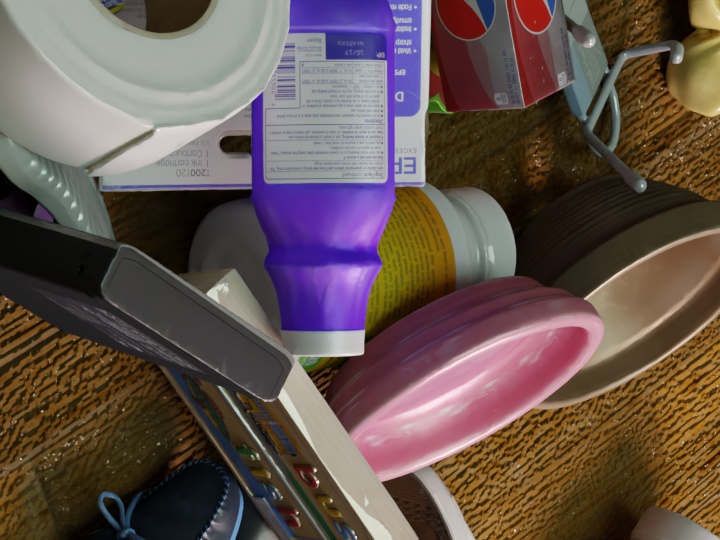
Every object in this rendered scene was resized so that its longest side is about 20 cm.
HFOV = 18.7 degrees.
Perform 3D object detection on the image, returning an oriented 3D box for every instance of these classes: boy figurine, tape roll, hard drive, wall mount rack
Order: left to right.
[{"bbox_3d":[-0.147,0.012,1.187,0.139,0.199,0.033,36,76,-41],"label":"hard drive"},{"bbox_3d":[-0.133,-0.156,1.136,0.201,0.071,0.204,19,60,-37],"label":"tape roll"},{"bbox_3d":[0.162,-0.150,1.477,0.201,0.074,0.174,64,34,-32],"label":"wall mount rack"},{"bbox_3d":[0.279,-0.211,1.601,0.124,0.064,0.202,11,94,-43],"label":"boy figurine"}]

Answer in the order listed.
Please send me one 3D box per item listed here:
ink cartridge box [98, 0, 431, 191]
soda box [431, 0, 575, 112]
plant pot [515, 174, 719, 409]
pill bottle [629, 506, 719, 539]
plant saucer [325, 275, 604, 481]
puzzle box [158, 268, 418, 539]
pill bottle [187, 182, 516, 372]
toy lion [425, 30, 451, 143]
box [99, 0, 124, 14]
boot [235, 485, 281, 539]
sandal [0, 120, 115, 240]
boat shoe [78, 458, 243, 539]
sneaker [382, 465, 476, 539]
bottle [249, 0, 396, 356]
[{"bbox_3d":[-0.058,-0.148,1.265,0.196,0.043,0.202,0,103,-5],"label":"ink cartridge box"},{"bbox_3d":[0.077,-0.204,1.366,0.070,0.063,0.202,-27,111,-49],"label":"soda box"},{"bbox_3d":[0.170,0.001,1.512,0.200,0.093,0.201,-27,154,-14],"label":"plant pot"},{"bbox_3d":[0.198,0.281,1.620,0.112,0.112,0.201,47,70,-38],"label":"pill bottle"},{"bbox_3d":[0.056,0.064,1.366,0.199,0.201,0.051,-13,66,-39],"label":"plant saucer"},{"bbox_3d":[-0.058,0.088,1.295,0.025,0.133,0.201,-41,106,-26],"label":"puzzle box"},{"bbox_3d":[0.000,0.000,1.374,0.199,0.111,0.112,-11,108,-39],"label":"pill bottle"},{"bbox_3d":[0.027,-0.178,1.394,0.192,0.068,0.201,-51,128,-29],"label":"toy lion"},{"bbox_3d":[-0.230,-0.126,1.159,0.199,0.064,0.071,-30,97,-32],"label":"box"},{"bbox_3d":[-0.085,0.211,1.381,0.181,0.072,0.202,21,89,-45],"label":"boot"},{"bbox_3d":[-0.183,-0.053,1.208,0.049,0.083,0.203,-17,154,4],"label":"sandal"},{"bbox_3d":[-0.145,0.189,1.311,0.200,0.084,0.069,-53,140,-22],"label":"boat shoe"},{"bbox_3d":[0.059,0.206,1.521,0.085,0.072,0.202,-53,131,-54],"label":"sneaker"},{"bbox_3d":[-0.021,-0.054,1.217,0.083,0.065,0.202,-1,91,-3],"label":"bottle"}]
